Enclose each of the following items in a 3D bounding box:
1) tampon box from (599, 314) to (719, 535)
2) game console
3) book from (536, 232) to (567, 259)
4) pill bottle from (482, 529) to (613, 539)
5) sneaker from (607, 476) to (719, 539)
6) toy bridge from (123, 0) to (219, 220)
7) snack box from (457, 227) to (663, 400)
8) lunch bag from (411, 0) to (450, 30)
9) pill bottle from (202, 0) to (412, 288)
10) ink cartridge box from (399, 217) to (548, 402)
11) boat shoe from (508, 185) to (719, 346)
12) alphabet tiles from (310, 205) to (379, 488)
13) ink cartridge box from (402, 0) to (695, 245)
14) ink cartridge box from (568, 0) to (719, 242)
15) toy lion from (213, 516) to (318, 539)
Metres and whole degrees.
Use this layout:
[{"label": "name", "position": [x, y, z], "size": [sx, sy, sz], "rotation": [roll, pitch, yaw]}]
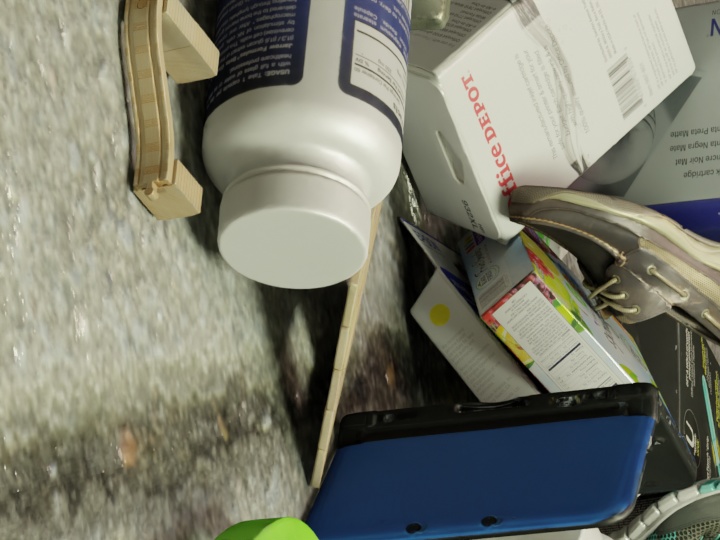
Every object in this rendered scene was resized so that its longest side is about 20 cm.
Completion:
[{"label": "tampon box", "position": [0.211, 0.130, 2.088], "size": [0.200, 0.125, 0.151], "rotation": [54, 33, -52]}, {"label": "game console", "position": [0.086, 0.139, 1.607], "size": [0.171, 0.199, 0.119], "rotation": [55, 34, -53]}, {"label": "book", "position": [0.132, -0.109, 1.970], "size": [0.134, 0.048, 0.201], "rotation": [-55, 147, -79]}, {"label": "pill bottle", "position": [0.155, 0.250, 1.887], "size": [0.200, 0.109, 0.110], "rotation": [57, 30, -34]}, {"label": "sneaker", "position": [0.228, 0.217, 1.976], "size": [0.077, 0.200, 0.092], "rotation": [-6, 64, -48]}, {"label": "toy bridge", "position": [-0.100, -0.124, 1.435], "size": [0.067, 0.027, 0.201], "rotation": [52, 35, -52]}, {"label": "snack box", "position": [0.135, 0.040, 1.829], "size": [0.142, 0.053, 0.200], "rotation": [48, 8, -13]}, {"label": "lunch bag", "position": [-0.011, -0.265, 1.615], "size": [0.164, 0.117, 0.201], "rotation": [53, 39, -53]}, {"label": "pill bottle", "position": [-0.030, -0.096, 1.502], "size": [0.111, 0.110, 0.201], "rotation": [56, 32, -52]}, {"label": "ink cartridge box", "position": [0.102, 0.069, 1.860], "size": [0.200, 0.047, 0.198], "rotation": [50, 8, 22]}, {"label": "boat shoe", "position": [0.185, 0.000, 1.792], "size": [0.074, 0.199, 0.074], "rotation": [-71, -163, -4]}, {"label": "alphabet tiles", "position": [0.000, 0.000, 1.597], "size": [0.201, 0.007, 0.168], "rotation": [-78, 179, -47]}, {"label": "ink cartridge box", "position": [0.114, -0.140, 1.822], "size": [0.200, 0.084, 0.146], "rotation": [-42, 128, -23]}, {"label": "ink cartridge box", "position": [0.227, -0.085, 1.894], "size": [0.040, 0.199, 0.201], "rotation": [13, 75, -46]}, {"label": "toy lion", "position": [-0.030, 0.221, 1.424], "size": [0.192, 0.068, 0.201], "rotation": [-37, 118, -65]}]
